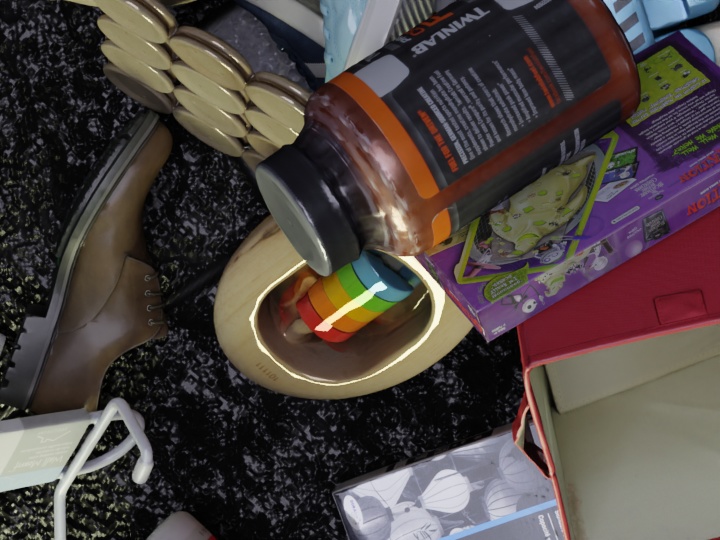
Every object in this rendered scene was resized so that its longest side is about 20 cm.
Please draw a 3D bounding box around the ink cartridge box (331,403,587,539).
[{"bbox_3d":[0.092,0.144,1.736,0.200,0.039,0.100,-21,92,6],"label":"ink cartridge box"}]

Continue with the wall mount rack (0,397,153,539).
[{"bbox_3d":[-0.211,0.152,1.707,0.075,0.200,0.174,59,137,28],"label":"wall mount rack"}]

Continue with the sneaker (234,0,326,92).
[{"bbox_3d":[-0.004,-0.100,1.709,0.200,0.075,0.085,35,109,7],"label":"sneaker"}]

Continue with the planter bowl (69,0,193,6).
[{"bbox_3d":[-0.101,-0.236,1.651,0.134,0.200,0.201,15,96,-9],"label":"planter bowl"}]

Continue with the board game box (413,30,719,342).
[{"bbox_3d":[0.123,-0.049,1.573,0.200,0.120,0.032,-29,127,-9],"label":"board game box"}]

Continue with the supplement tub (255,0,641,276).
[{"bbox_3d":[0.044,-0.079,1.539,0.200,0.107,0.107,-33,91,-13],"label":"supplement tub"}]

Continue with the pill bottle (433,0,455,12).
[{"bbox_3d":[0.029,-0.251,1.671,0.112,0.112,0.201,5,96,5],"label":"pill bottle"}]

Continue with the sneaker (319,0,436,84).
[{"bbox_3d":[-0.001,-0.172,1.604,0.082,0.074,0.200,22,110,18],"label":"sneaker"}]

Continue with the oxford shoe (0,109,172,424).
[{"bbox_3d":[-0.147,0.000,1.735,0.084,0.073,0.200,21,104,-6],"label":"oxford shoe"}]

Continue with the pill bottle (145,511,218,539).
[{"bbox_3d":[-0.075,0.249,1.723,0.200,0.112,0.112,44,97,0],"label":"pill bottle"}]

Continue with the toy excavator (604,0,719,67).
[{"bbox_3d":[0.192,-0.138,1.682,0.200,0.100,0.195,-19,94,-2],"label":"toy excavator"}]

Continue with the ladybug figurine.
[{"bbox_3d":[0.000,0.000,1.689,0.200,0.072,0.136,-32,117,34],"label":"ladybug figurine"}]

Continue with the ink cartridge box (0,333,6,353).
[{"bbox_3d":[-0.274,0.024,1.696,0.076,0.148,0.200,24,97,25],"label":"ink cartridge box"}]

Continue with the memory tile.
[{"bbox_3d":[-0.084,-0.103,1.654,0.153,0.200,0.017,31,78,4],"label":"memory tile"}]

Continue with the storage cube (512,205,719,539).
[{"bbox_3d":[0.177,0.035,1.616,0.199,0.180,0.171,-12,130,5],"label":"storage cube"}]
